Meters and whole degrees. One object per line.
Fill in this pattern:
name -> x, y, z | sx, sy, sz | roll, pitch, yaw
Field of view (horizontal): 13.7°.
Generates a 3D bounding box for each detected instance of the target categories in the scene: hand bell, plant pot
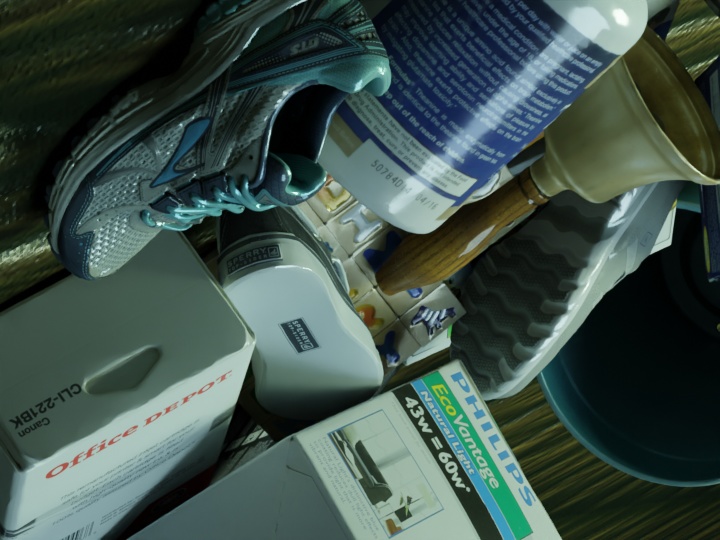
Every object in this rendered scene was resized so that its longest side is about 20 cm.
hand bell -> 0.088, -0.044, 1.627 | 0.200, 0.104, 0.104 | -32, 167, 23
plant pot -> 0.239, 0.019, 2.057 | 0.200, 0.200, 0.188 | -47, 177, 30

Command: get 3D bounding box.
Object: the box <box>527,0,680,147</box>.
box -> 0.121, -0.139, 1.616 | 0.119, 0.042, 0.200 | -33, 165, -17

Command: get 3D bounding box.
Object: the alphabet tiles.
alphabet tiles -> 0.000, 0.000, 1.668 | 0.200, 0.008, 0.167 | -38, 138, 1

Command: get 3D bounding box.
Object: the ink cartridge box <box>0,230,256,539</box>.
ink cartridge box -> -0.145, 0.079, 1.564 | 0.144, 0.084, 0.200 | -29, 163, -23

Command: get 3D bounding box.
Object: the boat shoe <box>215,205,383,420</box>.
boat shoe -> -0.037, 0.016, 1.600 | 0.071, 0.068, 0.200 | -15, 151, 8

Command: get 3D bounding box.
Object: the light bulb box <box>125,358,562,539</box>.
light bulb box -> -0.028, 0.163, 1.660 | 0.198, 0.125, 0.200 | -33, 173, 30

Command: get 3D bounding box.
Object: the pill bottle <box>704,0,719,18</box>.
pill bottle -> 0.281, -0.133, 1.680 | 0.113, 0.200, 0.113 | -34, 164, -11

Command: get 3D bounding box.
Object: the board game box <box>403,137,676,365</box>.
board game box -> 0.102, -0.034, 1.768 | 0.199, 0.035, 0.127 | -24, 140, -24

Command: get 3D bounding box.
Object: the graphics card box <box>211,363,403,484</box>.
graphics card box -> -0.057, 0.072, 1.793 | 0.200, 0.051, 0.126 | -19, 154, -45

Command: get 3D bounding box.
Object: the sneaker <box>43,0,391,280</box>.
sneaker -> -0.066, -0.054, 1.366 | 0.200, 0.086, 0.078 | -46, 161, 26

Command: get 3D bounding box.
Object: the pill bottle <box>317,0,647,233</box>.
pill bottle -> 0.064, -0.121, 1.415 | 0.200, 0.111, 0.111 | -43, 163, 18

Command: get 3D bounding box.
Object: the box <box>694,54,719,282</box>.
box -> 0.213, -0.057, 1.687 | 0.032, 0.122, 0.200 | -5, 178, -1

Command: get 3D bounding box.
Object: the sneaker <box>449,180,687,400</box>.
sneaker -> 0.131, -0.003, 1.730 | 0.200, 0.075, 0.082 | -53, 140, 10
